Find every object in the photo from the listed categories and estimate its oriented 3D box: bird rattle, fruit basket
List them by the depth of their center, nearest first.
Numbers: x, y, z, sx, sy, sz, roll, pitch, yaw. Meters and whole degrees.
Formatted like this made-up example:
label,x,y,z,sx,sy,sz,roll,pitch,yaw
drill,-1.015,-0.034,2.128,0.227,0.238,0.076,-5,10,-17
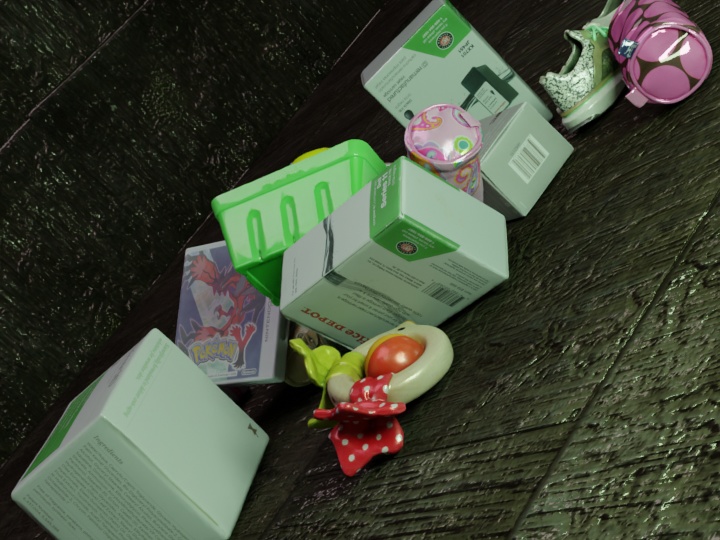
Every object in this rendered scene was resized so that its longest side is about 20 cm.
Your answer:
label,x,y,z,sx,sy,sz,roll,pitch,yaw
bird rattle,0.014,0.101,1.414,0.162,0.113,0.200,-32,12,-13
fruit basket,-0.049,-0.081,1.644,0.214,0.155,0.217,-17,53,24

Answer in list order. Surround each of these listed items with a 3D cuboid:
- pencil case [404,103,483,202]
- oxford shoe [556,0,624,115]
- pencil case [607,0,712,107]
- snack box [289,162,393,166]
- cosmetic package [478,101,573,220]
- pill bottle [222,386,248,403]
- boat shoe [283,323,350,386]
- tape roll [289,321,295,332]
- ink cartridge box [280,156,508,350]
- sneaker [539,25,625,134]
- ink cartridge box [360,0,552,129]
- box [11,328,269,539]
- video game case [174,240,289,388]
label,x,y,z,sx,sy,sz,roll,pitch,yaw
pencil case,0.092,-0.083,1.542,0.088,0.087,0.201,-52,-26,-26
oxford shoe,0.280,-0.261,1.744,0.201,0.058,0.075,-55,17,-25
pencil case,0.302,-0.231,1.516,0.094,0.090,0.200,-57,6,20
snack box,0.012,-0.126,1.960,0.116,0.198,0.038,-161,71,-77
cosmetic package,0.143,-0.112,1.669,0.107,0.090,0.200,-54,17,-19
pill bottle,-0.256,0.195,1.979,0.200,0.113,0.113,-49,12,-9
boat shoe,-0.019,0.066,1.691,0.200,0.073,0.063,-37,9,12
tape roll,-0.080,0.016,1.894,0.203,0.139,0.203,-43,13,12
ink cartridge box,0.031,-0.006,1.493,0.200,0.146,0.084,-36,39,38
sneaker,0.274,-0.251,1.653,0.200,0.089,0.077,-51,13,-20
ink cartridge box,0.119,-0.216,1.813,0.147,0.200,0.083,-44,15,11
box,-0.241,0.220,1.645,0.171,0.200,0.199,-38,14,25
video game case,-0.155,0.050,1.777,0.199,0.023,0.184,-10,70,45
